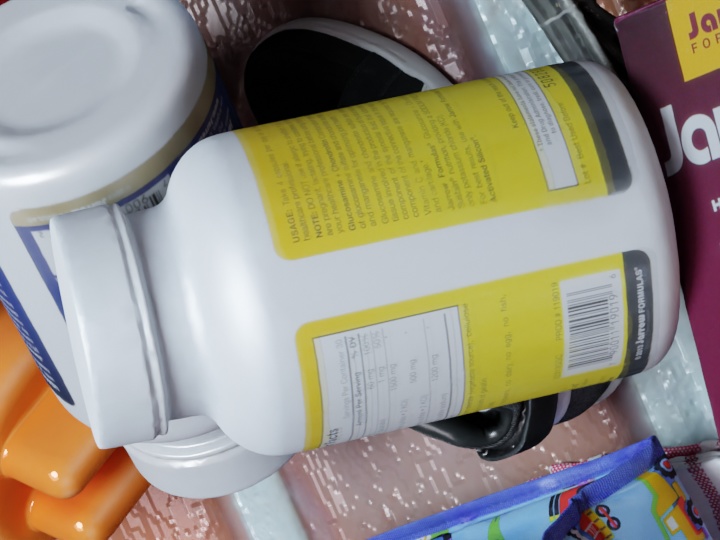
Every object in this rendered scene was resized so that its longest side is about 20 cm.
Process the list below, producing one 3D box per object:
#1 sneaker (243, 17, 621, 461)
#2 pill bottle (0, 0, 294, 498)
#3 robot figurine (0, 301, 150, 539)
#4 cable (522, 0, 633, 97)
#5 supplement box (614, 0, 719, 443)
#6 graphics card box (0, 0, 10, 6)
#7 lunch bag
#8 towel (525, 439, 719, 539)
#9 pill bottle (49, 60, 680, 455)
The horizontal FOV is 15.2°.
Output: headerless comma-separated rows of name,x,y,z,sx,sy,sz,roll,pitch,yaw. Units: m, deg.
sneaker,0.010,-0.015,1.030,0.200,0.112,0.073,45,125,12
pill bottle,-0.083,-0.005,1.028,0.111,0.111,0.200,12,143,30
robot figurine,-0.180,0.053,1.182,0.200,0.144,0.117,22,98,28
cable,0.073,-0.114,0.964,0.050,0.097,0.200,-32,92,26
supplement box,0.172,-0.007,0.895,0.110,0.086,0.200,-21,79,45
graphics card box,-0.190,-0.153,1.103,0.200,0.125,0.051,29,103,22
lunch bag,0.061,0.168,1.059,0.200,0.094,0.151,-23,98,50
towel,0.162,0.136,1.035,0.200,0.030,0.147,-11,101,36
pill bottle,0.000,0.000,0.918,0.200,0.112,0.112,-12,104,-9
